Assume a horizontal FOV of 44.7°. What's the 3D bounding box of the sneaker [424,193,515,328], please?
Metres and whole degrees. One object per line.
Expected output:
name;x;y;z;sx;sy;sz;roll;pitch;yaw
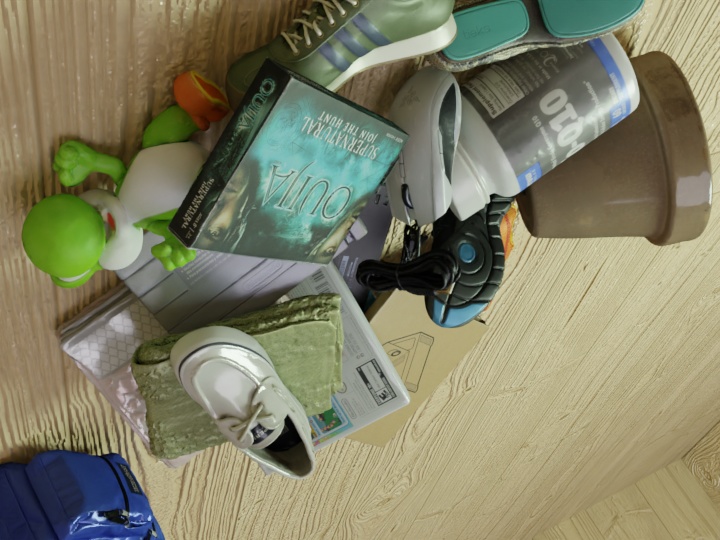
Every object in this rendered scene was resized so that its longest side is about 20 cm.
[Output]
sneaker;0.107;-0.026;0.903;0.072;0.203;0.082;31;152;-17

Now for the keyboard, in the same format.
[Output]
keyboard;0.000;0.000;0.909;0.124;0.021;0.204;7;116;-25

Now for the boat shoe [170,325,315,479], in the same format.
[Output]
boat shoe;-0.093;0.122;0.753;0.071;0.066;0.201;-30;139;-2

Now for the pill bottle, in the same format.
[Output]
pill bottle;0.151;-0.143;0.826;0.198;0.115;0.114;-35;151;3

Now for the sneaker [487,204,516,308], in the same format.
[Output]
sneaker;0.158;-0.012;1.081;0.076;0.073;0.201;-32;155;-21

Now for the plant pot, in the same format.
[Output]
plant pot;0.253;-0.111;0.931;0.170;0.204;0.201;-14;150;1

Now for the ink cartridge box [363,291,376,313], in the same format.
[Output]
ink cartridge box;-0.063;0.101;0.993;0.197;0.067;0.117;-29;129;-8

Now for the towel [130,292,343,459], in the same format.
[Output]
towel;-0.105;0.096;0.800;0.196;0.037;0.151;-17;135;-19

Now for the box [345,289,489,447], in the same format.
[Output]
box;0.031;0.109;0.973;0.162;0.021;0.201;24;113;-43

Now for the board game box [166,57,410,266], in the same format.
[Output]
board game box;-0.045;-0.070;0.663;0.137;0.028;0.199;-57;156;13

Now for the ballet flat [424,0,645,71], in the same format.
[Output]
ballet flat;0.143;-0.218;0.755;0.196;0.069;0.075;-17;-171;-5

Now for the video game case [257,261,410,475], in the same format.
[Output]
video game case;-0.071;0.094;0.902;0.179;0.024;0.202;-27;110;9

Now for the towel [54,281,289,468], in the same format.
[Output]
towel;-0.156;0.074;0.834;0.198;0.032;0.192;-35;119;3

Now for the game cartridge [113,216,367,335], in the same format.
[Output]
game cartridge;-0.106;-0.027;0.766;0.198;0.038;0.131;-35;115;2

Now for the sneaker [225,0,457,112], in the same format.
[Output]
sneaker;-0.015;-0.190;0.649;0.197;0.067;0.091;-25;143;-16

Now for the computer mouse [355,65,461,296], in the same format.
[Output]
computer mouse;0.045;-0.079;0.773;0.043;0.108;0.205;0;94;-45

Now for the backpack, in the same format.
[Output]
backpack;-0.308;0.293;0.974;0.167;0.164;0.199;-42;149;11

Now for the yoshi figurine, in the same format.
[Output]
yoshi figurine;-0.174;-0.053;0.657;0.199;0.113;0.112;-37;135;12
